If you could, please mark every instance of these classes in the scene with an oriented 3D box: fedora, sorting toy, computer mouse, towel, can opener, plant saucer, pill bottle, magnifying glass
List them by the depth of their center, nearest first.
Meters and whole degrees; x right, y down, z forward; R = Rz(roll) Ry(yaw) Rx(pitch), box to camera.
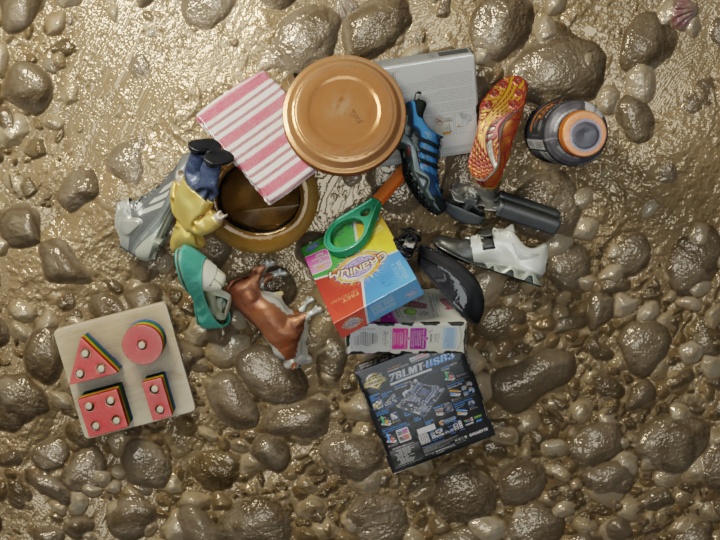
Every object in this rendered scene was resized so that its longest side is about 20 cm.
[{"bbox_3d":[-0.026,-0.250,1.607,0.199,0.032,0.202,0,79,0],"label":"plant saucer"},{"bbox_3d":[-0.153,-0.216,1.628,0.146,0.030,0.200,-38,80,-18],"label":"towel"},{"bbox_3d":[0.339,-0.224,1.639,0.106,0.200,0.107,-1,98,-4],"label":"pill bottle"},{"bbox_3d":[0.141,0.000,1.655,0.053,0.139,0.200,-42,93,14],"label":"computer mouse"},{"bbox_3d":[-0.167,-0.125,1.686,0.199,0.082,0.202,0,99,3],"label":"fedora"},{"bbox_3d":[0.014,-0.102,1.696,0.200,0.079,0.022,-48,137,-16],"label":"magnifying glass"},{"bbox_3d":[-0.406,0.176,1.722,0.199,0.070,0.200,-14,99,-1],"label":"sorting toy"},{"bbox_3d":[0.243,-0.099,1.737,0.199,0.053,0.067,18,129,-6],"label":"can opener"}]

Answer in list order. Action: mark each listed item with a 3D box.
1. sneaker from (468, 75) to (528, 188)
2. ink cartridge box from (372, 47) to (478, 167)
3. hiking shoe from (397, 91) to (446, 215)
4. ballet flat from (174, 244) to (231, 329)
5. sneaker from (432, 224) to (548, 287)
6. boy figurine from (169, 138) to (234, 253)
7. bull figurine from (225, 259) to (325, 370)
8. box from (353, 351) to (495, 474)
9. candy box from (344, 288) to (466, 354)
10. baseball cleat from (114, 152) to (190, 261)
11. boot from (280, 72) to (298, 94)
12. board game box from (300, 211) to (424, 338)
[{"bbox_3d":[0.231,-0.236,1.706,0.073,0.077,0.201,20,83,23],"label":"sneaker"},{"bbox_3d":[0.099,-0.274,1.699,0.199,0.044,0.174,-9,120,-2],"label":"ink cartridge box"},{"bbox_3d":[0.109,-0.188,1.669,0.086,0.074,0.201,-29,109,-8],"label":"hiking shoe"},{"bbox_3d":[-0.251,0.027,1.666,0.070,0.068,0.201,2,142,8],"label":"ballet flat"},{"bbox_3d":[0.225,-0.042,1.720,0.199,0.074,0.089,17,93,4],"label":"sneaker"},{"bbox_3d":[-0.258,-0.105,1.614,0.124,0.064,0.201,37,126,28],"label":"boy figurine"},{"bbox_3d":[-0.137,0.076,1.726,0.121,0.065,0.200,-45,99,2],"label":"bull figurine"},{"bbox_3d":[0.113,0.230,1.770,0.199,0.050,0.199,-21,98,0],"label":"box"},{"bbox_3d":[0.072,0.084,1.699,0.199,0.137,0.061,-1,114,-2],"label":"candy box"},{"bbox_3d":[-0.348,-0.118,1.684,0.106,0.070,0.201,25,93,0],"label":"baseball cleat"},{"bbox_3d":[-0.073,-0.230,1.690,0.075,0.074,0.200,-38,92,18],"label":"boot"},{"bbox_3d":[0.000,0.000,1.660,0.152,0.200,0.040,-29,133,1],"label":"board game box"}]
